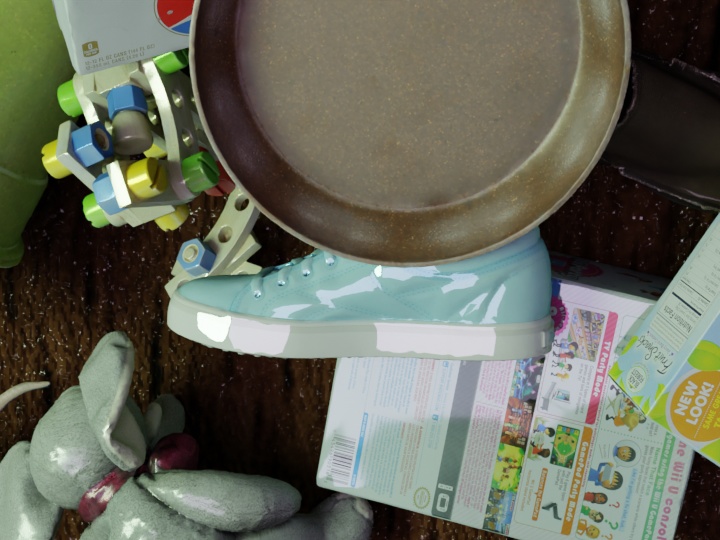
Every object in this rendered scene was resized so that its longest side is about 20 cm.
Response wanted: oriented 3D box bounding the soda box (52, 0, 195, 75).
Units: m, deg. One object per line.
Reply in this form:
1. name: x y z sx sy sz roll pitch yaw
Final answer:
1. soda box: -0.052 -0.162 0.671 0.198 0.068 0.064 -18 60 -13

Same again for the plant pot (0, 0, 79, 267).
1. plant pot: -0.206 -0.138 0.753 0.200 0.200 0.190 41 96 3

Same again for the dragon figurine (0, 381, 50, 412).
1. dragon figurine: -0.245 0.155 0.874 0.058 0.099 0.202 21 86 11

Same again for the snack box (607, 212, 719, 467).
1. snack box: 0.247 0.021 0.681 0.168 0.068 0.201 32 97 -14

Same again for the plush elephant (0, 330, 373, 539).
1. plush elephant: -0.125 0.128 0.794 0.164 0.199 0.156 -36 69 29

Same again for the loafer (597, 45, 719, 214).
1. loafer: 0.145 -0.076 0.723 0.198 0.071 0.074 21 105 9

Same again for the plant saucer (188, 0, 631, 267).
1. plant saucer: 0.022 -0.100 0.639 0.197 0.035 0.203 0 113 0

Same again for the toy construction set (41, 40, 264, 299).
1. toy construction set: -0.091 -0.052 0.744 0.091 0.200 0.133 -13 63 9

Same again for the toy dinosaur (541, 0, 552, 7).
1. toy dinosaur: 0.027 -0.114 0.744 0.106 0.060 0.201 43 137 8

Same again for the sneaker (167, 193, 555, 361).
1. sneaker: 0.000 0.000 0.714 0.197 0.074 0.083 1 97 1

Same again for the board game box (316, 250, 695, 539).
1. board game box: 0.087 0.065 0.771 0.198 0.064 0.149 14 104 12
